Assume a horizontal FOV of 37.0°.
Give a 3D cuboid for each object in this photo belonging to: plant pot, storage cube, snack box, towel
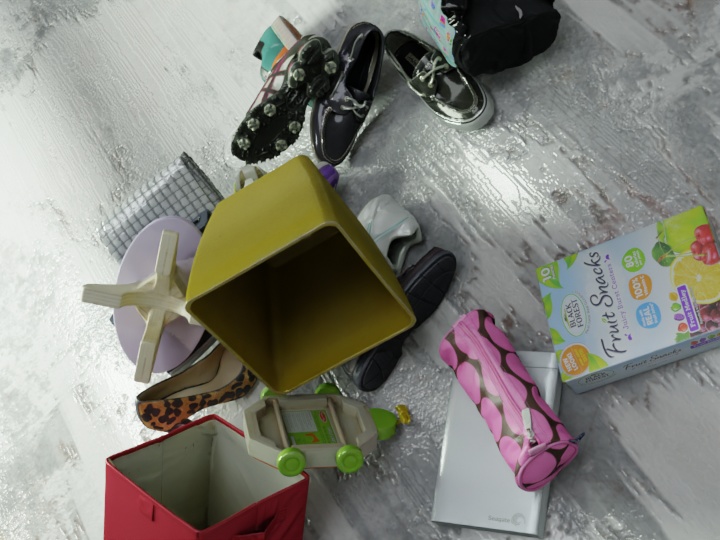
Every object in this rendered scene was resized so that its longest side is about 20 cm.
[{"bbox_3d":[-0.076,-0.012,1.265,0.198,0.200,0.178,-28,43,15],"label":"plant pot"},{"bbox_3d":[-0.181,0.304,1.242,0.198,0.170,0.183,25,119,36],"label":"storage cube"},{"bbox_3d":[0.303,0.034,1.177,0.198,0.053,0.144,-22,58,23],"label":"snack box"},{"bbox_3d":[-0.239,-0.034,1.470,0.165,0.201,0.086,-37,10,4],"label":"towel"}]

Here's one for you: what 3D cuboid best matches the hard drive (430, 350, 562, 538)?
[{"bbox_3d":[0.155,0.191,1.216,0.130,0.027,0.203,0,70,31],"label":"hard drive"}]

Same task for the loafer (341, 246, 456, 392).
[{"bbox_3d":[0.040,0.051,1.324,0.063,0.072,0.202,35,93,41],"label":"loafer"}]

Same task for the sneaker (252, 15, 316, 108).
[{"bbox_3d":[-0.095,-0.279,1.555,0.080,0.071,0.201,-43,51,17],"label":"sneaker"}]

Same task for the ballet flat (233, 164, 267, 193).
[{"bbox_3d":[-0.142,-0.103,1.459,0.066,0.068,0.201,-20,32,2],"label":"ballet flat"}]

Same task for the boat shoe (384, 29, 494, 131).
[{"bbox_3d":[0.096,-0.254,1.423,0.071,0.064,0.200,-49,53,4],"label":"boat shoe"}]

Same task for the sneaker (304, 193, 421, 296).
[{"bbox_3d":[0.000,0.000,1.369,0.080,0.070,0.201,36,90,34],"label":"sneaker"}]

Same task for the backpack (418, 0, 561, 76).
[{"bbox_3d":[0.145,-0.346,1.383,0.164,0.128,0.201,-16,53,-20],"label":"backpack"}]

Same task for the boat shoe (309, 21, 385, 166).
[{"bbox_3d":[-0.015,-0.238,1.455,0.063,0.072,0.203,23,96,66],"label":"boat shoe"}]

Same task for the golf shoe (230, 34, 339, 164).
[{"bbox_3d":[-0.106,-0.233,1.468,0.200,0.077,0.088,-49,31,11],"label":"golf shoe"}]

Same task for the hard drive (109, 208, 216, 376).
[{"bbox_3d":[-0.225,0.035,1.419,0.200,0.135,0.042,-47,10,5],"label":"hard drive"}]

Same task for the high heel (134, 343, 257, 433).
[{"bbox_3d":[-0.202,0.125,1.392,0.071,0.142,0.202,29,86,36],"label":"high heel"}]

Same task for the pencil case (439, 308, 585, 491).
[{"bbox_3d":[0.156,0.133,1.166,0.090,0.094,0.201,-40,53,10],"label":"pencil case"}]

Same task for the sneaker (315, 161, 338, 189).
[{"bbox_3d":[-0.056,-0.042,1.432,0.082,0.081,0.204,11,84,21],"label":"sneaker"}]

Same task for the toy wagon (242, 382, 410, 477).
[{"bbox_3d":[-0.037,0.187,1.271,0.156,0.196,0.040,-117,30,-63],"label":"toy wagon"}]

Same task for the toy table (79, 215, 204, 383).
[{"bbox_3d":[-0.248,0.039,1.338,0.180,0.117,0.204,0,100,-4],"label":"toy table"}]
